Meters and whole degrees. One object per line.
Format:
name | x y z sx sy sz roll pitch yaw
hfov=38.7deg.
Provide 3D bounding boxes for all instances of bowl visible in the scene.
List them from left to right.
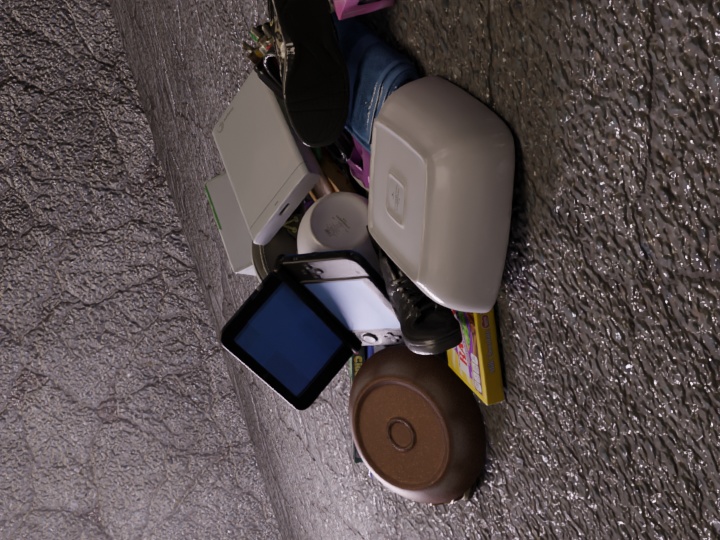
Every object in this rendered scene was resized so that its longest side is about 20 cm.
bowl | 0.066 -0.073 0.997 0.200 0.074 0.202 -129 36 -54

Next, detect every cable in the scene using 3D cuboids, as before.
cable | -0.064 -0.219 1.256 0.200 0.051 0.097 42 159 -18

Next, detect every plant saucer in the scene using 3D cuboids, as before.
plant saucer | 0.057 0.193 1.241 0.199 0.037 0.203 10 108 34

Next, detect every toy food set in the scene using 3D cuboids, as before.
toy food set | -0.073 -0.166 1.405 0.199 0.048 0.200 61 176 -20

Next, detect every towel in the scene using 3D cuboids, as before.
towel | 0.000 -0.208 1.135 0.200 0.048 0.113 -128 43 -51

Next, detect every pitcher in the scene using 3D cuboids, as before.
pitcher | 0.000 0.000 1.313 0.171 0.121 0.201 42 164 21

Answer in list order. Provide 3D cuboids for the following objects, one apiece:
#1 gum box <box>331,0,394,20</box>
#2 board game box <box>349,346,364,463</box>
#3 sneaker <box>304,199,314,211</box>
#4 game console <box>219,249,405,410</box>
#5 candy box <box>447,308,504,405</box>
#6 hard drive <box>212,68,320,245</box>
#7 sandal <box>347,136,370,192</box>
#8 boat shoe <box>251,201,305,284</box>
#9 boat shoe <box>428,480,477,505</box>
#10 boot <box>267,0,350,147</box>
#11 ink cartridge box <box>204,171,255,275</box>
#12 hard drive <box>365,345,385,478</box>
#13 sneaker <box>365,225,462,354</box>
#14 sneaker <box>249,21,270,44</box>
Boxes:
gum box | -0.016 -0.363 1.025 0.114 0.065 0.202 122 128 -71
board game box | -0.004 0.164 1.450 0.105 0.023 0.203 91 178 -87
sneaker | -0.066 -0.056 1.468 0.084 0.080 0.201 -61 9 25
game console | -0.040 0.079 1.243 0.200 0.169 0.119 47 -131 -44
candy box | 0.112 0.036 1.101 0.102 0.026 0.202 -131 28 -62
hard drive | -0.126 -0.152 1.325 0.132 0.026 0.201 -48 50 32
sandal | 0.004 -0.136 1.230 0.083 0.049 0.204 107 144 -63
boat shoe | -0.107 -0.064 1.351 0.061 0.071 0.204 102 168 -55
boat shoe | 0.077 0.211 1.319 0.076 0.073 0.201 94 153 -52
boot | -0.061 -0.255 1.134 0.154 0.073 0.206 -106 5 -63
ink cartridge box | -0.144 -0.071 1.584 0.148 0.082 0.200 69 -165 9
hard drive | 0.022 0.163 1.407 0.133 0.025 0.202 93 176 -52
sneaker | 0.055 0.014 1.127 0.200 0.059 0.105 -126 19 -72
sneaker | -0.088 -0.274 1.341 0.200 0.077 0.086 -129 25 -50
